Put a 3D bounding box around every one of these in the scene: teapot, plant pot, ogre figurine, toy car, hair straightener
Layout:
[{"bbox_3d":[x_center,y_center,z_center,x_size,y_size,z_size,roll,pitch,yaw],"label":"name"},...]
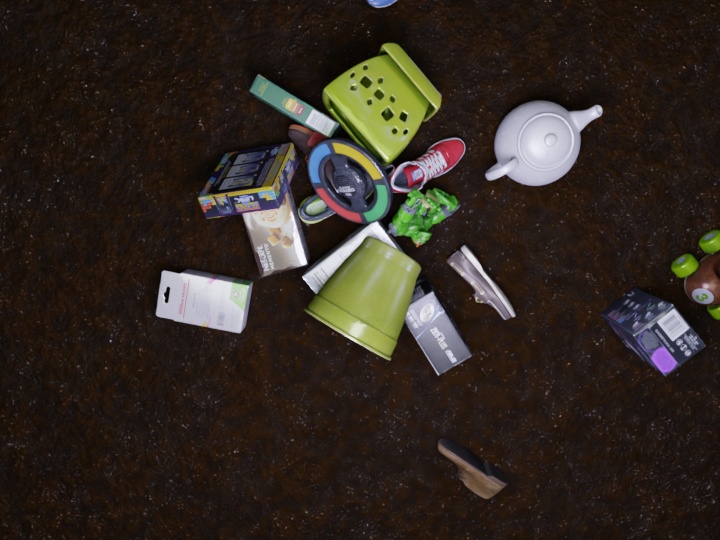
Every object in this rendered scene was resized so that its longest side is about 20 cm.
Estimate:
[{"bbox_3d":[0.385,-0.273,1.389,0.196,0.146,0.201,13,100,-1],"label":"teapot"},{"bbox_3d":[0.051,-0.351,1.360,0.181,0.199,0.200,-42,96,0],"label":"plant pot"},{"bbox_3d":[0.134,-0.122,1.412,0.098,0.200,0.120,44,117,2],"label":"ogre figurine"},{"bbox_3d":[0.814,0.021,1.402,0.158,0.200,0.164,-43,96,6],"label":"toy car"},{"bbox_3d":[0.021,0.044,1.279,0.200,0.200,0.193,31,87,-4],"label":"plant pot"},{"bbox_3d":[-0.014,-0.231,1.330,0.199,0.077,0.041,22,82,24],"label":"hair straightener"}]

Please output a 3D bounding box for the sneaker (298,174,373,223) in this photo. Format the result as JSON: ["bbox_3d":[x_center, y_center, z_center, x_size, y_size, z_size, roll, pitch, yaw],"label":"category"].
[{"bbox_3d":[-0.051,-0.162,1.444,0.199,0.081,0.074,-31,98,5],"label":"sneaker"}]

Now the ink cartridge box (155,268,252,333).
[{"bbox_3d":[-0.359,0.065,1.490,0.199,0.067,0.118,11,99,-2],"label":"ink cartridge box"}]

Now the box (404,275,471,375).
[{"bbox_3d":[0.157,0.114,1.424,0.086,0.200,0.164,-31,97,6],"label":"box"}]

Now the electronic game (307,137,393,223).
[{"bbox_3d":[-0.023,-0.178,1.300,0.200,0.200,0.042,43,54,-5],"label":"electronic game"}]

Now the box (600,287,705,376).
[{"bbox_3d":[0.637,0.129,1.421,0.106,0.200,0.122,-39,97,6],"label":"box"}]

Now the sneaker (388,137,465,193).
[{"bbox_3d":[0.146,-0.228,1.415,0.199,0.112,0.071,-30,98,5],"label":"sneaker"}]

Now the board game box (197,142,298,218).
[{"bbox_3d":[-0.233,-0.193,1.369,0.164,0.200,0.057,-5,126,13],"label":"board game box"}]

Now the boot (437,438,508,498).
[{"bbox_3d":[0.256,0.480,1.551,0.200,0.074,0.076,36,108,-7],"label":"boot"}]

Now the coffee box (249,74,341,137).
[{"bbox_3d":[-0.137,-0.348,1.396,0.199,0.123,0.044,30,97,-2],"label":"coffee box"}]

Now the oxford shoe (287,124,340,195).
[{"bbox_3d":[-0.096,-0.242,1.404,0.200,0.071,0.073,42,81,16],"label":"oxford shoe"}]

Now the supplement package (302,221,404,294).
[{"bbox_3d":[0.000,0.000,1.433,0.200,0.152,0.151,-38,96,6],"label":"supplement package"}]

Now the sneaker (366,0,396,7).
[{"bbox_3d":[0.090,-0.638,1.364,0.200,0.089,0.079,-36,96,6],"label":"sneaker"}]

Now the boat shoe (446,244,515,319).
[{"bbox_3d":[0.278,0.036,1.478,0.059,0.072,0.200,-38,93,12],"label":"boat shoe"}]

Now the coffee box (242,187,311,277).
[{"bbox_3d":[-0.195,-0.098,1.456,0.114,0.080,0.201,-14,98,3],"label":"coffee box"}]
